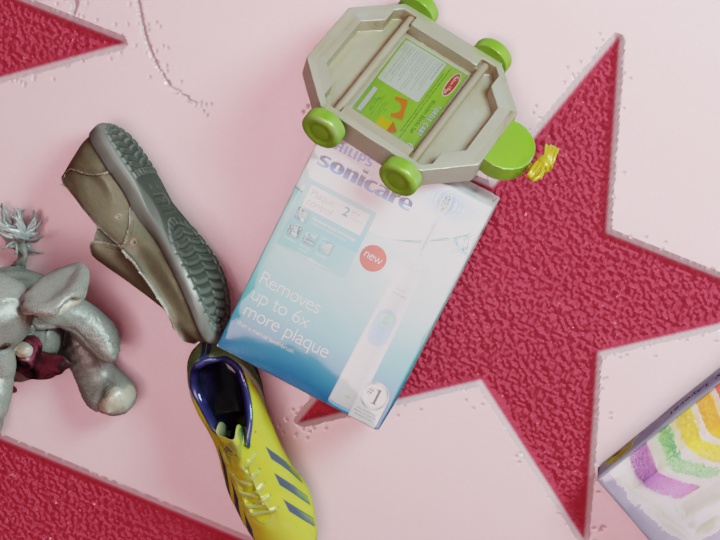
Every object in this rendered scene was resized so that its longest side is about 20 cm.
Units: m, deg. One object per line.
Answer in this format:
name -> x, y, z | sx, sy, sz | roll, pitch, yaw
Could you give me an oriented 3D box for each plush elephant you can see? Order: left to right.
plush elephant -> -0.282, 0.052, 1.526 | 0.165, 0.155, 0.200 | -6, 98, 9

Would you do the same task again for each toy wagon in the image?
toy wagon -> 0.055, -0.122, 1.463 | 0.200, 0.040, 0.155 | 33, 58, 6

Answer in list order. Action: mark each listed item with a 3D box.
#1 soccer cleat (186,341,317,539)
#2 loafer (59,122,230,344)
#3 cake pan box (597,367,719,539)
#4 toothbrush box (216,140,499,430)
soccer cleat -> -0.092, 0.149, 1.551 | 0.065, 0.084, 0.200 | -19, 96, 10
loafer -> -0.173, -0.021, 1.543 | 0.070, 0.075, 0.200 | -34, 78, 18
cake pan box -> 0.317, 0.177, 1.515 | 0.184, 0.052, 0.200 | -39, 92, 14
toothbrush box -> 0.000, 0.000, 1.515 | 0.146, 0.085, 0.200 | 28, 100, 3
